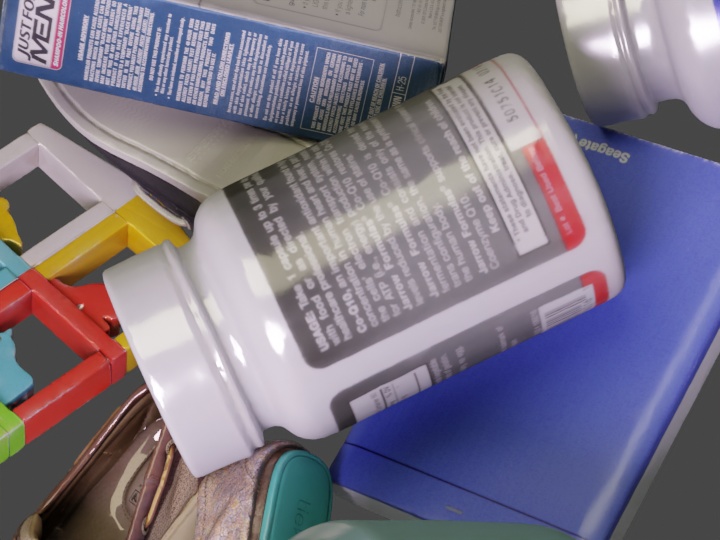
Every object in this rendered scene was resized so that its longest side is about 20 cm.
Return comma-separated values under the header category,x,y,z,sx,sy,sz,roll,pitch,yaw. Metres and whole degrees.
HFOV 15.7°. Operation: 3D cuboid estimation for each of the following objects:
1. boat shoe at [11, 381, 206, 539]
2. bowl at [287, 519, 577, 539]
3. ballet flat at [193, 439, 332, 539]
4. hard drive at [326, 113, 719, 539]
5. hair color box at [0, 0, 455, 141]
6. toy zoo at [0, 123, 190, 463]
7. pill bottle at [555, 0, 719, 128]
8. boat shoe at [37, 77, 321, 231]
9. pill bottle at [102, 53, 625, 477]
category,x,y,z,sx,sy,sz,roll,pitch,yaw
boat shoe,-0.133,0.133,1.137,0.072,0.072,0.200,32,76,33
bowl,0.001,0.175,0.984,0.201,0.105,0.201,-38,38,38
ballet flat,-0.058,0.169,1.100,0.067,0.068,0.201,-11,54,39
hard drive,0.087,0.031,1.139,0.132,0.025,0.200,20,70,30
hair color box,-0.058,-0.120,1.197,0.199,0.061,0.100,13,37,-2
toy zoo,-0.157,0.008,1.207,0.200,0.021,0.131,-36,64,-29
pill bottle,0.190,-0.125,1.138,0.199,0.112,0.112,-13,58,13
boat shoe,-0.077,-0.057,1.223,0.200,0.060,0.074,31,63,25
pill bottle,0.000,0.000,1.094,0.199,0.114,0.114,-25,55,-3
